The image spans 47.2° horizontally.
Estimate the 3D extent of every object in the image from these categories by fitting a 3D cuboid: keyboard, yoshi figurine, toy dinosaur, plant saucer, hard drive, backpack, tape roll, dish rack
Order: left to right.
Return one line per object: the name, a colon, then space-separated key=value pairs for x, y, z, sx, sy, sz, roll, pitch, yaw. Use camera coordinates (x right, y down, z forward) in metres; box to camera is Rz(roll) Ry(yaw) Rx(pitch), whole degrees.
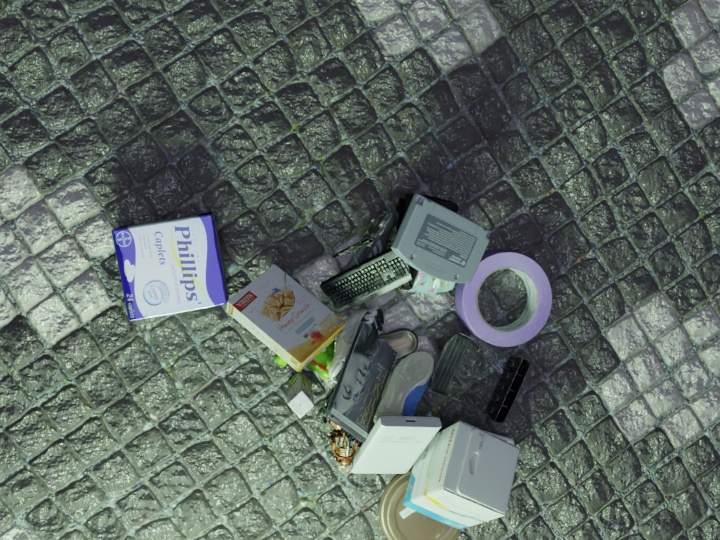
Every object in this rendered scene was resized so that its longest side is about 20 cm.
yoshi figurine: x=-0.125 y=0.150 z=1.714 sx=0.200 sy=0.113 sz=0.112 roll=39 pitch=47 yaw=5
toy dinosaur: x=-0.026 y=0.309 z=1.698 sx=0.101 sy=0.136 sz=0.201 roll=22 pitch=98 yaw=-11
keyboard: x=0.000 y=0.000 z=1.666 sx=0.199 sy=0.021 sz=0.128 roll=-27 pitch=96 yaw=27
hard drive: x=0.070 y=0.361 z=1.696 sx=0.131 sy=0.201 sz=0.026 roll=5 pitch=49 yaw=-19
plant saucer: x=0.138 y=0.527 z=1.794 sx=0.198 sy=0.029 sz=0.202 roll=-1 pitch=94 yaw=-7
backpack: x=0.138 y=-0.050 z=1.698 sx=0.125 sy=0.167 sz=0.202 roll=5 pitch=99 yaw=-13
dish rack: x=0.251 y=0.225 z=1.759 sx=0.199 sy=0.054 sz=0.154 roll=24 pitch=89 yaw=-25
tape roll: x=0.307 y=0.059 z=1.771 sx=0.198 sy=0.066 sz=0.202 roll=0 pitch=94 yaw=-7

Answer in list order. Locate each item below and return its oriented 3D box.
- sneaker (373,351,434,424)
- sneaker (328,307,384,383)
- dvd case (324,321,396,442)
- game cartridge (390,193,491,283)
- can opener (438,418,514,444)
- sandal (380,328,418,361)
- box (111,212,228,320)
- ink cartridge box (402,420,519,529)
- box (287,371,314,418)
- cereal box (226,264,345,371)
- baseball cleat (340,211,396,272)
sneaker: x=0.096 y=0.273 z=1.752 sx=0.076 sy=0.112 sz=0.201 roll=20 pitch=61 yaw=22
sneaker: x=-0.022 y=0.151 z=1.684 sx=0.080 sy=0.200 sz=0.076 roll=8 pitch=131 yaw=25
dvd case: x=0.004 y=0.223 z=1.641 sx=0.149 sy=0.016 sz=0.201 roll=46 pitch=59 yaw=-48
game cartridge: x=0.156 y=-0.053 z=1.610 sx=0.199 sy=0.041 sz=0.134 roll=23 pitch=89 yaw=-32
can opener: x=0.246 y=0.370 z=1.779 sx=0.198 sy=0.067 sz=0.054 roll=18 pitch=90 yaw=-9
sandal: x=0.034 y=0.183 z=1.743 sx=0.199 sy=0.055 sz=0.082 roll=-20 pitch=96 yaw=-7
box: x=-0.376 y=-0.011 z=1.647 sx=0.198 sy=0.105 sz=0.186 roll=-10 pitch=96 yaw=-8
ink cartridge box: x=0.204 y=0.423 z=1.687 sx=0.145 sy=0.200 sz=0.148 roll=25 pitch=60 yaw=-9
box: x=-0.120 y=0.245 z=1.652 sx=0.039 sy=0.200 sz=0.041 roll=-42 pitch=96 yaw=0
cereal box: x=-0.148 y=0.092 z=1.642 sx=0.200 sy=0.040 sz=0.144 roll=38 pitch=52 yaw=14
baseball cleat: x=0.032 y=-0.023 z=1.732 sx=0.106 sy=0.070 sz=0.201 roll=35 pitch=98 yaw=-15
